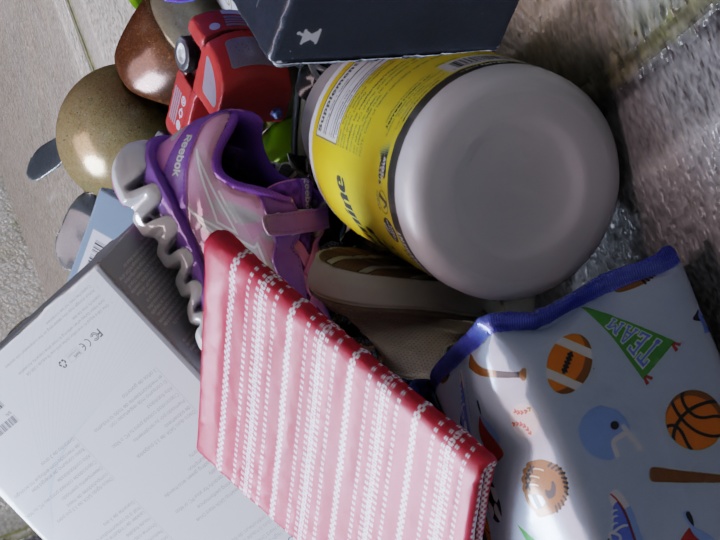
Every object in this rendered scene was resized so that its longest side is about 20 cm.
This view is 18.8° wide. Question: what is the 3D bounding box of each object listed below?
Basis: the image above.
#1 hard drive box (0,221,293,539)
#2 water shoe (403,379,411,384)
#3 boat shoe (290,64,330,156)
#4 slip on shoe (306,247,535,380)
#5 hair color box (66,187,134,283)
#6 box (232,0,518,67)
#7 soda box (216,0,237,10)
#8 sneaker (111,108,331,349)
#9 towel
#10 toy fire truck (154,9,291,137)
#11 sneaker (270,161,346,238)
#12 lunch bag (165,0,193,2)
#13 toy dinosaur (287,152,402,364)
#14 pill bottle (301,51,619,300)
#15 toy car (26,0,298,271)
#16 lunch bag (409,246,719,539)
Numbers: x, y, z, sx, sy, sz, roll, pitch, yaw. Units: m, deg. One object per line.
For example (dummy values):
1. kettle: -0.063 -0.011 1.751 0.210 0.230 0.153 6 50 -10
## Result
1. hard drive box: -0.112 0.096 1.201 0.200 0.156 0.077 48 -152 -7
2. water shoe: 0.023 0.089 1.316 0.079 0.200 0.072 34 132 -7
3. boat shoe: -0.010 -0.113 1.307 0.200 0.060 0.076 90 155 -51
4. slip on shoe: 0.032 0.028 1.136 0.200 0.076 0.061 8 -83 -66
5. hair color box: -0.095 0.019 1.405 0.061 0.200 0.099 28 99 42
6. box: 0.000 -0.227 0.923 0.197 0.124 0.200 62 144 35
7. soda box: -0.071 -0.215 1.383 0.064 0.068 0.200 87 158 -46
8. sneaker: -0.049 -0.003 1.151 0.200 0.088 0.080 59 -158 12
9. towel: -0.012 0.083 1.035 0.200 0.022 0.145 39 140 34
10. toy fire truck: -0.074 -0.031 1.245 0.141 0.049 0.200 56 139 43
11. sneaker: -0.063 0.036 1.345 0.078 0.200 0.090 32 -175 31
12. lunch bag: -0.092 -0.263 1.203 0.170 0.123 0.201 -65 -30 -65
13. toy dinosaur: 0.000 0.000 1.266 0.200 0.102 0.136 -142 56 -67
14. pill bottle: 0.040 -0.059 1.100 0.200 0.112 0.113 -148 41 -67
15. toy car: -0.139 -0.091 1.457 0.158 0.200 0.164 29 -152 -47
16. lunch bag: 0.103 0.105 1.030 0.200 0.124 0.170 127 124 -73
